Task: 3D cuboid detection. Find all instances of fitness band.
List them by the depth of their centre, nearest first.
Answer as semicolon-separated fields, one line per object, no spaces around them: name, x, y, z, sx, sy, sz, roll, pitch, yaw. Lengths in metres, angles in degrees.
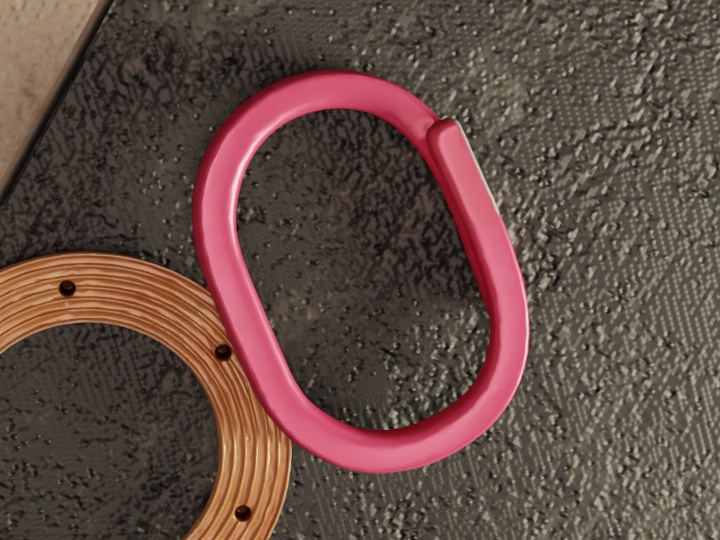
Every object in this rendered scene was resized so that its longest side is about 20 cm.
fitness band;0.000;0.000;1.295;0.144;0.037;0.200;-23;101;-5

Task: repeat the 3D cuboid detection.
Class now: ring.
ring;-0.134;0.088;1.316;0.200;0.019;0.201;-1;102;-6
